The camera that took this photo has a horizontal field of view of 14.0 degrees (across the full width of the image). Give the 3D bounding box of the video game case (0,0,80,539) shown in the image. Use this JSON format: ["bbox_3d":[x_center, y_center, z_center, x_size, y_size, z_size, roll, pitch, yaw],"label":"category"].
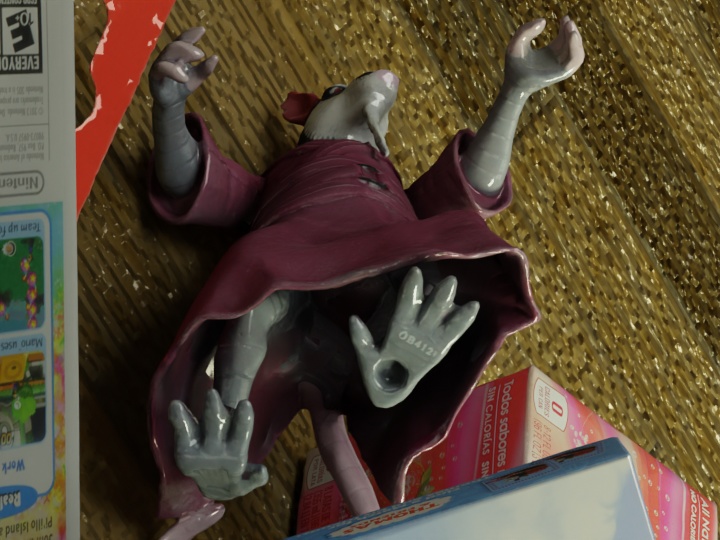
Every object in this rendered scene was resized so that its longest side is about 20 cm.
[{"bbox_3d":[-0.142,0.012,0.720,0.200,0.024,0.182,-7,99,-54],"label":"video game case"}]

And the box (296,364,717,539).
[{"bbox_3d":[0.041,0.146,0.871,0.103,0.095,0.200,37,45,-36],"label":"box"}]

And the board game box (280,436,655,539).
[{"bbox_3d":[-0.009,0.142,0.722,0.037,0.200,0.151,-126,-162,-87],"label":"board game box"}]

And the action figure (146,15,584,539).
[{"bbox_3d":[0.000,0.000,0.896,0.200,0.134,0.149,-93,-174,-67],"label":"action figure"}]

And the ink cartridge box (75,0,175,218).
[{"bbox_3d":[-0.126,-0.083,0.772,0.200,0.047,0.160,33,74,-36],"label":"ink cartridge box"}]
